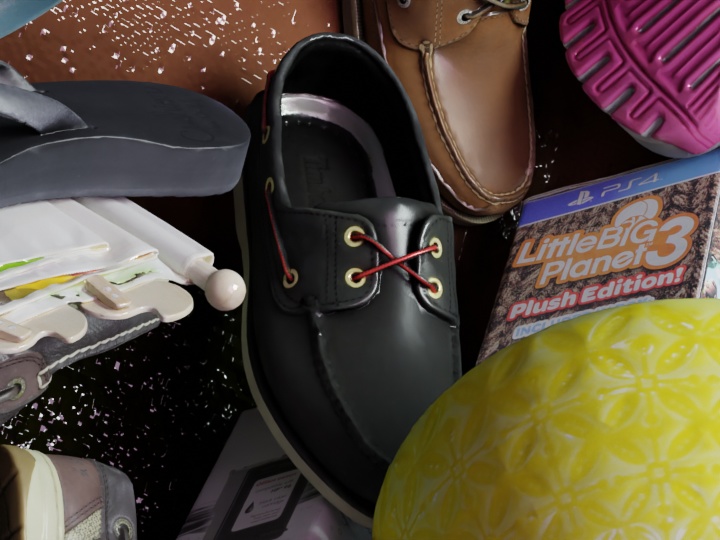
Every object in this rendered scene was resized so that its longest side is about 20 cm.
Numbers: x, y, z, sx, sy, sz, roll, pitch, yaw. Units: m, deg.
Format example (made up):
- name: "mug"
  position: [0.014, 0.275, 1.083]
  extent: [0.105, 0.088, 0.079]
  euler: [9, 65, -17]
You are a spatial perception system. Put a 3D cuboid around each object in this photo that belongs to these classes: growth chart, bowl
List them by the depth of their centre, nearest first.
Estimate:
- name: "bowl"
  position: [0.101, 0.119, 0.656]
  extent: [0.200, 0.199, 0.108]
  euler: [44, 25, -25]
- name: "growth chart"
  position: [-0.145, -0.008, 0.668]
  extent: [0.199, 0.144, 0.018]
  euler: [-10, 125, -41]

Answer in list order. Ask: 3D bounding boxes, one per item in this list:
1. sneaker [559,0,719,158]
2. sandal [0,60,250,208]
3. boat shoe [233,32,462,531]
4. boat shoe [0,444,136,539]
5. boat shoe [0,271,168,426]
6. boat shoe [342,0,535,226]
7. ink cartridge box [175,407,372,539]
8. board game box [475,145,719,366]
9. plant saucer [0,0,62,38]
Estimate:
- name: "sneaker"
  position: [0.133, -0.115, 0.894]
  extent: [0.088, 0.081, 0.201]
  euler: [42, 29, -36]
- name: "sandal"
  position: [-0.123, -0.053, 0.702]
  extent: [0.199, 0.076, 0.043]
  euler: [-9, 124, -43]
- name: "boat shoe"
  position: [-0.003, 0.000, 0.754]
  extent: [0.073, 0.063, 0.203]
  euler: [6, 47, -22]
- name: "boat shoe"
  position: [-0.098, 0.160, 0.712]
  extent: [0.065, 0.072, 0.203]
  euler: [4, 77, -33]
- name: "boat shoe"
  position: [-0.146, 0.033, 0.699]
  extent: [0.199, 0.073, 0.066]
  euler: [-14, 108, -40]
- name: "boat shoe"
  position: [0.034, -0.117, 0.858]
  extent: [0.072, 0.068, 0.202]
  euler: [-25, 100, -39]
- name: "ink cartridge box"
  position: [-0.009, 0.122, 0.760]
  extent: [0.116, 0.066, 0.200]
  euler: [61, 30, -22]
- name: "board game box"
  position: [0.119, 0.082, 0.827]
  extent: [0.160, 0.096, 0.201]
  euler: [56, 35, -30]
- name: "plant saucer"
  position: [-0.156, -0.103, 0.630]
  extent: [0.199, 0.200, 0.028]
  euler: [-11, 72, -39]
